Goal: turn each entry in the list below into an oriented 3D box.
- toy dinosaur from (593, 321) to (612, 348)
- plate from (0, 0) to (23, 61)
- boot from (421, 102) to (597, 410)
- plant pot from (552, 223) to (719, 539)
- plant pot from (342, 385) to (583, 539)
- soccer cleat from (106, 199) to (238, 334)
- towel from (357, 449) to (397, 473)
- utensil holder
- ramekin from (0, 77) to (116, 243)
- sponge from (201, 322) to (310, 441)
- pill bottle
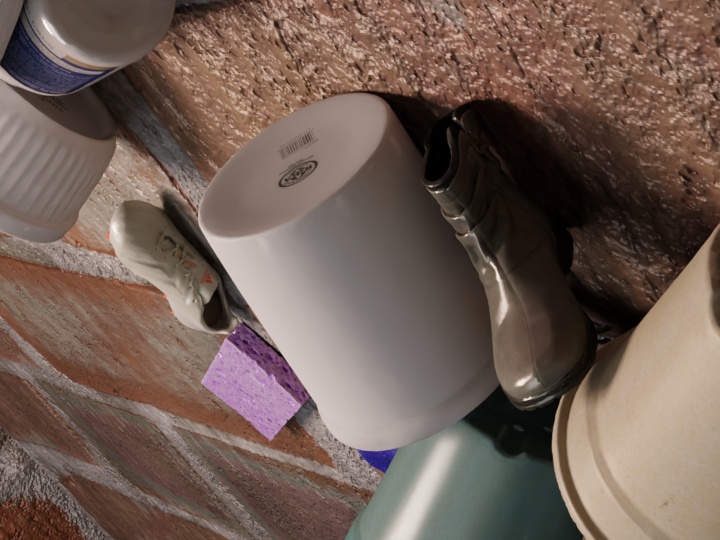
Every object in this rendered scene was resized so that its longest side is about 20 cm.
[{"bbox_3d":[0.193,0.080,0.987,0.199,0.077,0.103,23,151,37],"label":"toy dinosaur"},{"bbox_3d":[-0.287,-0.221,1.075,0.200,0.032,0.201,-49,47,47],"label":"plate"},{"bbox_3d":[0.079,-0.013,0.891,0.067,0.201,0.131,-32,117,20],"label":"boot"},{"bbox_3d":[0.225,0.065,0.797,0.200,0.200,0.184,35,146,15],"label":"plant pot"},{"bbox_3d":[0.094,0.191,1.138,0.199,0.200,0.197,30,113,24],"label":"plant pot"},{"bbox_3d":[-0.185,-0.003,1.461,0.077,0.070,0.200,18,156,33],"label":"soccer cleat"},{"bbox_3d":[0.094,0.192,1.334,0.147,0.050,0.199,34,161,-32],"label":"towel"},{"bbox_3d":[0.000,0.000,1.035,0.169,0.170,0.201,11,142,50],"label":"utensil holder"},{"bbox_3d":[-0.310,-0.130,1.274,0.200,0.105,0.200,39,-164,-13],"label":"ramekin"},{"bbox_3d":[-0.118,0.130,1.631,0.111,0.030,0.200,41,157,1],"label":"sponge"},{"bbox_3d":[-0.227,-0.196,1.112,0.111,0.111,0.200,48,156,-18],"label":"pill bottle"}]
